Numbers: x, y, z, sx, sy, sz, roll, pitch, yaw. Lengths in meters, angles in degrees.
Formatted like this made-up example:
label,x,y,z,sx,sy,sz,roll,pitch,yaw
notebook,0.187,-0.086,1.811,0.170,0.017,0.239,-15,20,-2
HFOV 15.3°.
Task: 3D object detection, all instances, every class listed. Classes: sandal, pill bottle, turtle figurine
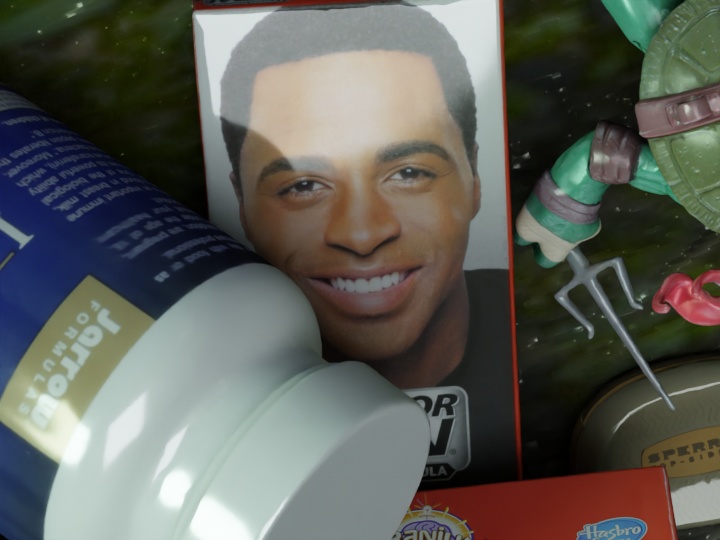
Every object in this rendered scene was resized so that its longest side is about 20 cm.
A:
label,x,y,z,sx,sy,sz,roll,pitch,yaw
sandal,0.171,0.050,0.922,0.200,0.054,0.080,-17,109,3
pill bottle,-0.084,0.028,0.824,0.200,0.116,0.116,33,108,23
turtle figurine,0.119,-0.061,0.859,0.150,0.101,0.200,-20,98,-11

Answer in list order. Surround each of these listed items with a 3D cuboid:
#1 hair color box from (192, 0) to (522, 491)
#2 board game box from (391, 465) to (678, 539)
label,x,y,z,sx,sy,sz,roll,pitch,yaw
hair color box,0.000,0.000,0.892,0.101,0.061,0.200,-4,109,0
board game box,0.008,0.132,0.903,0.200,0.040,0.153,-6,143,3
